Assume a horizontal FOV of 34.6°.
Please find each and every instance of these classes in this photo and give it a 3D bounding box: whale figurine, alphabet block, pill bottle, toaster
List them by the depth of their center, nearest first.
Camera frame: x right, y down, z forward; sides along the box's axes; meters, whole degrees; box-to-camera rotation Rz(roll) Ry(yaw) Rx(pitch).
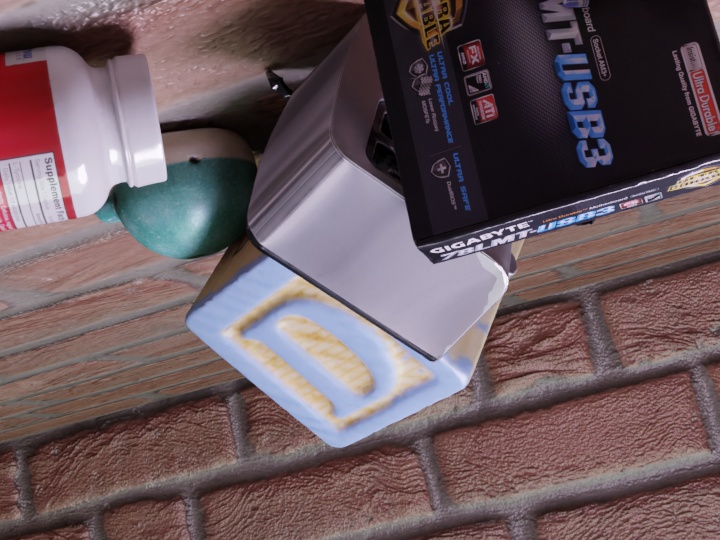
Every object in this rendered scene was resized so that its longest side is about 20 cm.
[{"bbox_3d":[-0.231,-0.083,0.749,0.198,0.114,0.112,-11,170,-12],"label":"pill bottle"},{"bbox_3d":[0.020,-0.067,0.820,0.199,0.182,0.119,33,131,-17],"label":"toaster"},{"bbox_3d":[0.000,0.000,1.004,0.196,0.195,0.201,-30,-155,44],"label":"alphabet block"},{"bbox_3d":[-0.159,-0.052,1.031,0.157,0.105,0.200,-10,168,-20],"label":"whale figurine"}]

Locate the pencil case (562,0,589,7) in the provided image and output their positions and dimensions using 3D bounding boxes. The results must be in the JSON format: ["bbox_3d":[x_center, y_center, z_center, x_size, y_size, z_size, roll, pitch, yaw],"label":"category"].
[{"bbox_3d":[0.084,-0.203,0.586,0.088,0.089,0.200,-17,168,20],"label":"pencil case"}]

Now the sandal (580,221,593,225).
[{"bbox_3d":[0.286,-0.080,1.621,0.198,0.046,0.075,-14,170,5],"label":"sandal"}]

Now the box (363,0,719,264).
[{"bbox_3d":[0.111,-0.126,0.695,0.196,0.202,0.050,-15,162,16],"label":"box"}]
